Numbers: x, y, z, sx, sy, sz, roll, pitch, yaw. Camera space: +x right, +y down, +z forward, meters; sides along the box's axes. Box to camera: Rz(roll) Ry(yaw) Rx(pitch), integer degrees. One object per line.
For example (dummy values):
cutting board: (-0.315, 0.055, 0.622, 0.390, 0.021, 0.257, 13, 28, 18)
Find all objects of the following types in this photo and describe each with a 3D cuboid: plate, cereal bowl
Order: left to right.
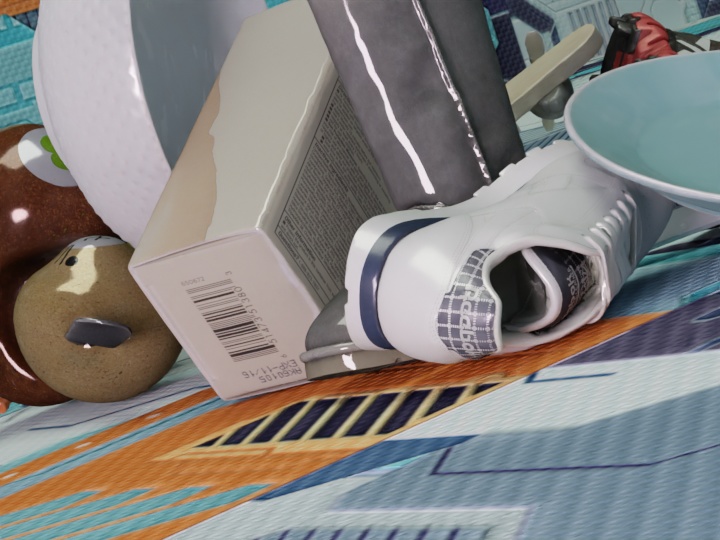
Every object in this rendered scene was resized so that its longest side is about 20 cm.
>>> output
cereal bowl: (-0.110, -0.097, 1.229, 0.083, 0.201, 0.200, -11, 7, 20)
plate: (0.187, -0.054, 1.040, 0.199, 0.026, 0.200, 1, 24, 0)

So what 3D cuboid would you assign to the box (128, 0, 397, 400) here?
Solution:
box: (-0.031, -0.043, 1.159, 0.078, 0.095, 0.200, -15, 33, 29)

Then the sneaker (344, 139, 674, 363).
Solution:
sneaker: (0.083, -0.004, 1.017, 0.080, 0.077, 0.200, 7, 23, 41)

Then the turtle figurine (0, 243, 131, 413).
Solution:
turtle figurine: (-0.155, -0.004, 1.435, 0.064, 0.162, 0.200, 7, 23, 34)

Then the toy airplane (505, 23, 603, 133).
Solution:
toy airplane: (0.051, -0.071, 1.535, 0.199, 0.141, 0.200, -5, 50, 34)

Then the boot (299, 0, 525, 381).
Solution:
boot: (0.012, -0.064, 1.078, 0.072, 0.201, 0.182, -11, 9, 41)

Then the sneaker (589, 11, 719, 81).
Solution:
sneaker: (0.201, -0.097, 1.438, 0.098, 0.071, 0.201, 14, 22, -9)

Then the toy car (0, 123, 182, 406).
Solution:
toy car: (-0.144, 0.006, 1.285, 0.164, 0.158, 0.200, -7, 11, -32)

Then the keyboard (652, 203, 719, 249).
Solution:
keyboard: (0.146, -0.042, 1.138, 0.199, 0.056, 0.011, -21, -13, 12)

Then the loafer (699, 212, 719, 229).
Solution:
loafer: (0.229, -0.080, 1.201, 0.200, 0.072, 0.073, -24, 8, -42)
